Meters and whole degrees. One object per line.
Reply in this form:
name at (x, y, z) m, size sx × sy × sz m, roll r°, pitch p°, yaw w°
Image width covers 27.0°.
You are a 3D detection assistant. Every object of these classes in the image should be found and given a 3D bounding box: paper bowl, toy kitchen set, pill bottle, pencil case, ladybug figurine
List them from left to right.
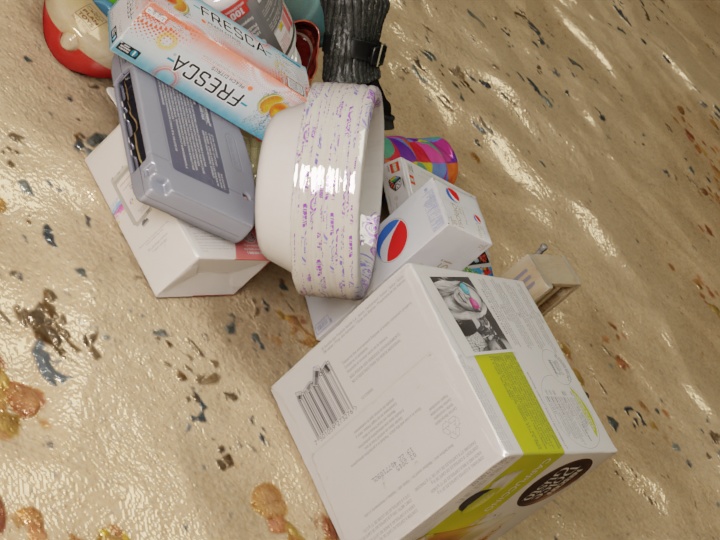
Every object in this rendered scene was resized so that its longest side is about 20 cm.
ladybug figurine at (-0.262, -0.252, 1.531) m, size 0.136 × 0.072 × 0.200 m, roll 48°, pitch 27°, yaw -3°
pill bottle at (-0.133, -0.263, 1.584) m, size 0.200 × 0.115 × 0.116 m, roll 60°, pitch 6°, yaw -59°
paper bowl at (-0.038, -0.076, 1.403) m, size 0.104 × 0.202 × 0.201 m, roll 6°, pitch 32°, yaw 6°
pencil case at (0.037, -0.126, 1.790) m, size 0.200 × 0.088 × 0.089 m, roll 1°, pitch 54°, yaw -57°
toy kitchen set at (0.158, 0.115, 1.560) m, size 0.163 × 0.180 × 0.201 m, roll 2°, pitch 52°, yaw -52°

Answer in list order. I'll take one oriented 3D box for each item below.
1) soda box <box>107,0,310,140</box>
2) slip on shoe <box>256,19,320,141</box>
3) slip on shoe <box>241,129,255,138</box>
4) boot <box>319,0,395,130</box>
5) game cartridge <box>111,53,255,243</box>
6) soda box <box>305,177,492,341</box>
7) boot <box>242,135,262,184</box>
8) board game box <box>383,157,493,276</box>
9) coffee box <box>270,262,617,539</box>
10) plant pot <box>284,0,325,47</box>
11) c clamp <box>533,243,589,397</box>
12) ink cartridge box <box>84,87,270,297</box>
soda box at (-0.141, -0.201, 1.429) m, size 0.200 × 0.068 × 0.064 m, roll 30°, pitch 30°, yaw -33°
slip on shoe at (-0.088, -0.203, 1.687) m, size 0.074 × 0.061 × 0.201 m, roll 24°, pitch 56°, yaw -12°
slip on shoe at (-0.152, -0.180, 1.547) m, size 0.200 × 0.060 × 0.076 m, roll 51°, pitch 42°, yaw -50°
boot at (-0.001, -0.244, 1.760) m, size 0.211 × 0.079 × 0.159 m, roll -20°, pitch 112°, yaw -83°
game cartridge at (-0.162, -0.117, 1.401) m, size 0.133 × 0.041 × 0.201 m, roll 21°, pitch 38°, yaw -36°
soda box at (0.035, -0.001, 1.506) m, size 0.068 × 0.200 × 0.064 m, roll 22°, pitch 39°, yaw -39°
boot at (-0.078, -0.097, 1.595) m, size 0.155 × 0.073 × 0.200 m, roll 19°, pitch 13°, yaw -13°
board game box at (0.093, -0.047, 1.750) m, size 0.200 × 0.034 × 0.127 m, roll 21°, pitch 53°, yaw -59°
coffee box at (0.077, 0.139, 1.395) m, size 0.197 × 0.200 × 0.201 m, roll 7°, pitch 48°, yaw -51°
plant pot at (-0.131, -0.365, 1.751) m, size 0.195 × 0.200 × 0.201 m, roll -1°, pitch 54°, yaw -45°
c clamp at (0.197, 0.099, 1.667) m, size 0.027 × 0.171 × 0.201 m, roll -10°, pitch 66°, yaw -32°
ink cartridge box at (-0.181, -0.075, 1.433) m, size 0.116 × 0.067 × 0.201 m, roll 1°, pitch 55°, yaw -56°
